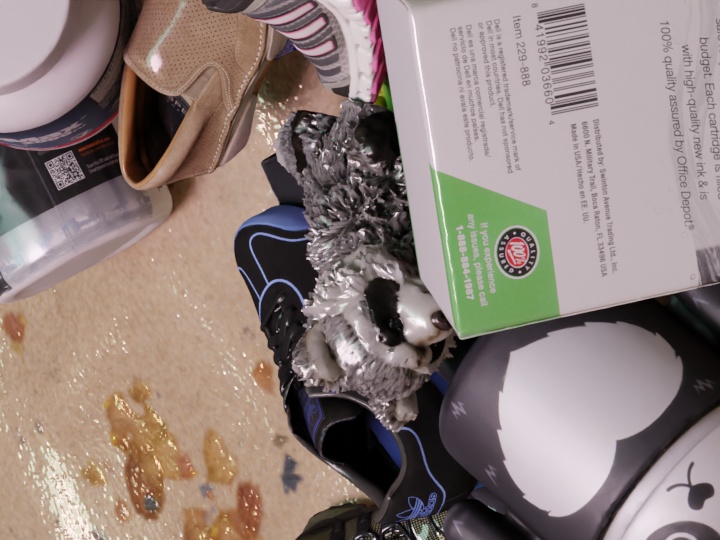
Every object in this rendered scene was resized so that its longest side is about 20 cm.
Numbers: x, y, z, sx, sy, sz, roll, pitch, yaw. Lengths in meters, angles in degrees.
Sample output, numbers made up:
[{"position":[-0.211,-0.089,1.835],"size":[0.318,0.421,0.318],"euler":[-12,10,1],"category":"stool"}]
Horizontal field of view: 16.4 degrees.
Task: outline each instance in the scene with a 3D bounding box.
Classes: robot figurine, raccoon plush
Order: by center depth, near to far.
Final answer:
[{"position":[0.117,0.074,1.184],"size":[0.200,0.125,0.151],"euler":[41,132,23],"category":"robot figurine"},{"position":[0.000,0.000,1.199],"size":[0.134,0.096,0.200],"euler":[-68,15,-5],"category":"raccoon plush"}]

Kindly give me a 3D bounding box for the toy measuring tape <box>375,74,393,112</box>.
[{"position":[0.071,-0.093,1.193],"size":[0.200,0.073,0.074],"euler":[-3,106,45],"category":"toy measuring tape"}]

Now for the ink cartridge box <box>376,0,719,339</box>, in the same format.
[{"position":[0.119,-0.069,1.063],"size":[0.084,0.199,0.147],"euler":[-123,23,-71],"category":"ink cartridge box"}]

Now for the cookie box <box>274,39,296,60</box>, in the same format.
[{"position":[-0.046,-0.225,1.209],"size":[0.171,0.075,0.200],"euler":[52,150,13],"category":"cookie box"}]

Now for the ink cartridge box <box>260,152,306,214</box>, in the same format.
[{"position":[0.025,0.016,1.315],"size":[0.095,0.037,0.201],"euler":[-22,94,47],"category":"ink cartridge box"}]

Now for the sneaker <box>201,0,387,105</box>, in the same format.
[{"position":[-0.027,-0.134,1.124],"size":[0.087,0.200,0.074],"euler":[16,79,11],"category":"sneaker"}]

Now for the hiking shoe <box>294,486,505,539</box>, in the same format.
[{"position":[0.016,0.162,1.336],"size":[0.200,0.101,0.076],"euler":[-27,99,49],"category":"hiking shoe"}]

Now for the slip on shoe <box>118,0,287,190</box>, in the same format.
[{"position":[-0.085,-0.112,1.238],"size":[0.076,0.061,0.200],"euler":[48,150,17],"category":"slip on shoe"}]

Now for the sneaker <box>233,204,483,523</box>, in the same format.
[{"position":[-0.014,0.046,1.278],"size":[0.200,0.078,0.070],"euler":[46,136,27],"category":"sneaker"}]

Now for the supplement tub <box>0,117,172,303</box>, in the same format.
[{"position":[-0.201,-0.093,1.417],"size":[0.122,0.122,0.201],"euler":[-29,88,47],"category":"supplement tub"}]

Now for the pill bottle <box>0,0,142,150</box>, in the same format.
[{"position":[-0.176,-0.125,1.256],"size":[0.120,0.119,0.200],"euler":[62,-179,2],"category":"pill bottle"}]
